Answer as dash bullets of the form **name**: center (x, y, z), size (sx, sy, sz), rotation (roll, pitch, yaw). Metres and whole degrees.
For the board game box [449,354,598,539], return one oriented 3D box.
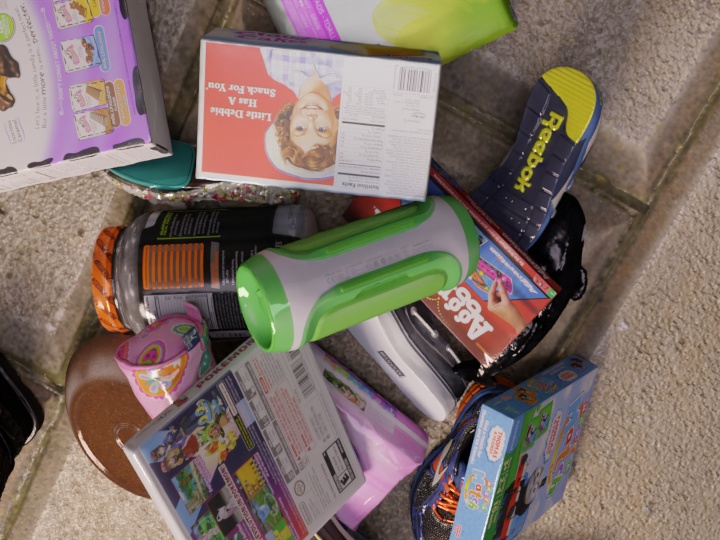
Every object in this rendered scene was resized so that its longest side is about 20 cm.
- **board game box**: center (0.156, 0.175, 0.875), size (0.036, 0.199, 0.154), rotation (21, 110, 30)

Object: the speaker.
- **speaker**: center (0.000, 0.000, 0.772), size (0.197, 0.088, 0.090), rotation (-20, 108, -25)

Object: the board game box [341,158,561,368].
- **board game box**: center (0.079, -0.018, 0.854), size (0.200, 0.019, 0.103), rotation (46, 121, 11)

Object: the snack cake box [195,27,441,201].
- **snack cake box**: center (-0.035, -0.131, 0.781), size (0.195, 0.067, 0.117), rotation (6, 112, 0)

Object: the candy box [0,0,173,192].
- **candy box**: center (-0.281, -0.168, 0.816), size (0.196, 0.072, 0.172), rotation (-11, 88, 5)

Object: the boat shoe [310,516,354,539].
- **boat shoe**: center (-0.053, 0.271, 0.903), size (0.200, 0.060, 0.072), rotation (45, 116, -8)

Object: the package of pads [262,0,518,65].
- **package of pads**: center (0.019, -0.243, 0.812), size (0.197, 0.068, 0.157), rotation (-24, 106, 8)

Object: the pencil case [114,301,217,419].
- **pencil case**: center (-0.140, 0.132, 0.816), size (0.086, 0.088, 0.203), rotation (-15, 117, 6)

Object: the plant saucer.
- **plant saucer**: center (-0.217, 0.158, 0.914), size (0.196, 0.037, 0.204), rotation (12, 123, 19)

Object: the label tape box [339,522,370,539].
- **label tape box**: center (-0.076, 0.351, 0.995), size (0.143, 0.066, 0.201), rotation (39, 106, -9)

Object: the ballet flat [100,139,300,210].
- **ballet flat**: center (-0.145, -0.083, 0.868), size (0.195, 0.077, 0.065), rotation (2, 141, 6)

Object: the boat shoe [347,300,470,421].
- **boat shoe**: center (0.040, 0.052, 0.902), size (0.068, 0.071, 0.201), rotation (-46, 105, -26)

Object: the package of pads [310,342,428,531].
- **package of pads**: center (-0.042, 0.156, 0.925), size (0.199, 0.076, 0.121), rotation (38, 112, -9)

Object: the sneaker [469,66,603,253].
- **sneaker**: center (0.160, -0.088, 0.845), size (0.074, 0.082, 0.202), rotation (37, 116, 15)

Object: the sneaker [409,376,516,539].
- **sneaker**: center (0.103, 0.206, 0.939), size (0.074, 0.079, 0.203), rotation (20, 106, -4)

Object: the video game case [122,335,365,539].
- **video game case**: center (-0.089, 0.167, 0.798), size (0.182, 0.023, 0.203), rotation (-40, 125, -30)

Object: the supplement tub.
- **supplement tub**: center (-0.138, 0.004, 0.860), size (0.195, 0.123, 0.125), rotation (-2, 107, 5)

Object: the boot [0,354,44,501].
- **boot**: center (-0.398, 0.120, 0.883), size (0.079, 0.158, 0.211), rotation (-40, 102, 12)

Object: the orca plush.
- **orca plush**: center (0.155, 0.023, 0.871), size (0.105, 0.071, 0.201), rotation (40, 95, -7)
